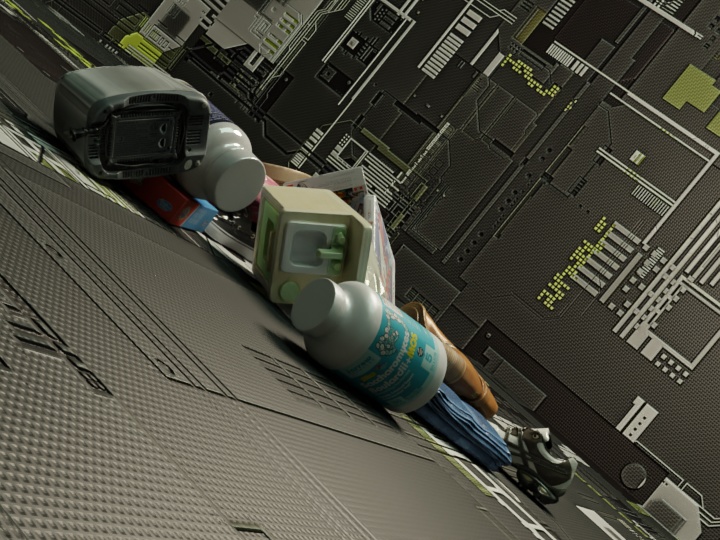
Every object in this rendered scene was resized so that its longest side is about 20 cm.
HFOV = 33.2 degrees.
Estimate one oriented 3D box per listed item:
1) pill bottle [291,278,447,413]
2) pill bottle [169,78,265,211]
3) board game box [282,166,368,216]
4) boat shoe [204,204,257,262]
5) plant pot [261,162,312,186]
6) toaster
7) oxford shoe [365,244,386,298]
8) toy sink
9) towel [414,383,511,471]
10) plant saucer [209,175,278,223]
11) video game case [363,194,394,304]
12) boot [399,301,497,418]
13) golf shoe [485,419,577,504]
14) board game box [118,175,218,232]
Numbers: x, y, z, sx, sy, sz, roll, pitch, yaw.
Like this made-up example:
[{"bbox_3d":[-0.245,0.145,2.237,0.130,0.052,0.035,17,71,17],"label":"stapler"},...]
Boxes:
[{"bbox_3d":[0.007,0.086,1.456,0.200,0.111,0.111,36,5,-38],"label":"pill bottle"},{"bbox_3d":[-0.215,-0.164,1.608,0.200,0.111,0.111,42,4,35],"label":"pill bottle"},{"bbox_3d":[-0.047,-0.103,1.928,0.200,0.125,0.035,72,6,-72],"label":"board game box"},{"bbox_3d":[-0.184,-0.069,1.778,0.070,0.066,0.200,42,4,40],"label":"boat shoe"},{"bbox_3d":[-0.176,-0.118,1.985,0.200,0.093,0.201,9,-7,1],"label":"plant pot"},{"bbox_3d":[-0.292,-0.184,1.485,0.199,0.114,0.129,-11,33,-36],"label":"toaster"},{"bbox_3d":[0.000,0.000,1.735,0.058,0.075,0.200,29,26,-23],"label":"oxford shoe"},{"bbox_3d":[-0.074,-0.028,1.643,0.111,0.131,0.200,3,18,-20],"label":"toy sink"},{"bbox_3d":[0.129,0.201,1.698,0.200,0.049,0.112,40,6,-33],"label":"towel"},{"bbox_3d":[-0.195,-0.121,1.828,0.200,0.051,0.201,20,-15,6],"label":"plant saucer"},{"bbox_3d":[0.031,0.011,1.901,0.200,0.023,0.183,70,18,-57],"label":"video game case"},{"bbox_3d":[0.126,0.136,1.820,0.155,0.077,0.200,46,-5,-28],"label":"boot"},{"bbox_3d":[0.237,0.260,1.820,0.200,0.095,0.078,39,4,12],"label":"golf shoe"},{"bbox_3d":[-0.296,-0.134,1.629,0.200,0.040,0.153,40,3,8],"label":"board game box"}]
